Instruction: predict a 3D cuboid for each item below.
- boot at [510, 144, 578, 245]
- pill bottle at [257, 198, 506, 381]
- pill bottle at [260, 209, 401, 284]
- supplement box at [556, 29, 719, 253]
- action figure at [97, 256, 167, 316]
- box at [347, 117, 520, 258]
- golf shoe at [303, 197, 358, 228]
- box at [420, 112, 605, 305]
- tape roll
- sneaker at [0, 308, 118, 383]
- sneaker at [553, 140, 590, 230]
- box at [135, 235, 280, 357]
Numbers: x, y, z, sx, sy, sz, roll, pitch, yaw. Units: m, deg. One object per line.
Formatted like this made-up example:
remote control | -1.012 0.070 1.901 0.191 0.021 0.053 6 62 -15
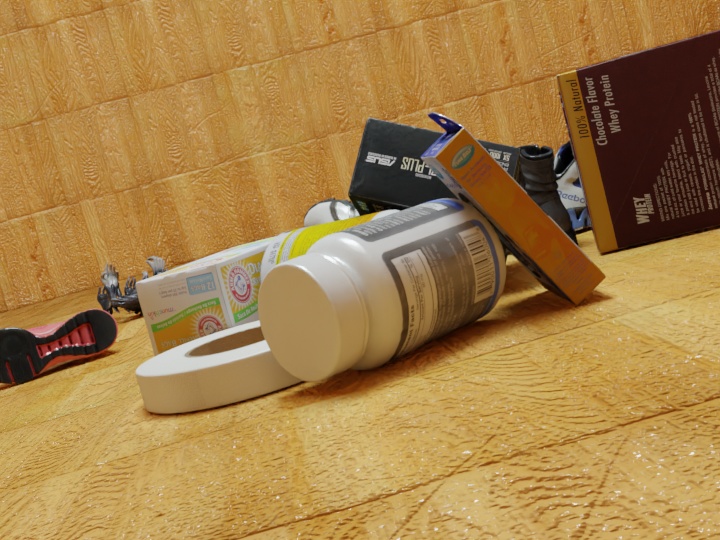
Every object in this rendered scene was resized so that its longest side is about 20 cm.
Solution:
boot | 0.205 -0.092 1.265 0.069 0.133 0.200 -17 7 -18
pill bottle | 0.020 0.015 0.842 0.199 0.115 0.113 -20 8 -42
pill bottle | 0.000 0.000 1.038 0.199 0.110 0.109 -10 8 39
supplement box | 0.334 -0.144 1.117 0.198 0.199 0.133 -14 6 13
action figure | -0.398 0.029 1.777 0.118 0.103 0.199 -5 -2 -32
box | 0.087 -0.079 1.105 0.162 0.087 0.200 13 -9 10
golf shoe | -0.018 -0.027 1.250 0.094 0.078 0.199 -32 39 -31
box | 0.123 -0.058 0.901 0.042 0.200 0.119 -46 5 2
tape roll | -0.104 0.079 0.926 0.201 0.037 0.203 -15 7 2
sneaker | -0.423 0.110 1.353 0.198 0.074 0.087 -13 -8 -22
sneaker | 0.318 -0.123 1.341 0.198 0.116 0.080 -15 7 -15
box | -0.138 0.031 1.130 0.112 0.102 0.200 -12 7 28
